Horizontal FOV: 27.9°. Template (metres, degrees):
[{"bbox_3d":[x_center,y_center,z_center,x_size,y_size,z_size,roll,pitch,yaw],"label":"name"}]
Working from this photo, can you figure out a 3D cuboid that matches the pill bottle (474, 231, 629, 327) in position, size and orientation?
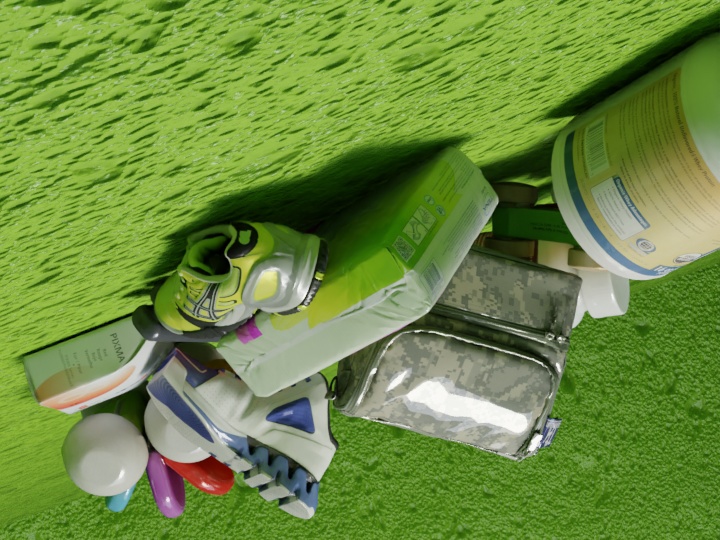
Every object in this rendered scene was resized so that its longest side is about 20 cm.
[{"bbox_3d":[0.164,0.011,1.467,0.198,0.111,0.109,-8,177,22],"label":"pill bottle"}]

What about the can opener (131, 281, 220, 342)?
[{"bbox_3d":[-0.108,0.049,1.235,0.053,0.067,0.199,-48,156,19],"label":"can opener"}]

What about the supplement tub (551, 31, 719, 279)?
[{"bbox_3d":[0.257,-0.090,1.091,0.144,0.146,0.199,-14,169,-41],"label":"supplement tub"}]

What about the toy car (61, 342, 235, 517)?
[{"bbox_3d":[-0.197,0.174,1.462,0.198,0.151,0.175,-22,-162,4],"label":"toy car"}]

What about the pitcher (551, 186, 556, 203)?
[{"bbox_3d":[0.303,-0.081,1.428,0.170,0.123,0.199,3,170,-34],"label":"pitcher"}]

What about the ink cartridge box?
[{"bbox_3d":[-0.194,0.074,1.323,0.198,0.051,0.162,-18,172,-4],"label":"ink cartridge box"}]

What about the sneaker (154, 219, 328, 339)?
[{"bbox_3d":[-0.103,-0.002,1.062,0.076,0.076,0.199,27,152,-28],"label":"sneaker"}]

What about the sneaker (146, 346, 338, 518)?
[{"bbox_3d":[-0.095,0.127,1.352,0.116,0.199,0.080,-55,-166,-27],"label":"sneaker"}]

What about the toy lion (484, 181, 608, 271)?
[{"bbox_3d":[0.221,-0.042,1.300,0.190,0.069,0.199,-1,-174,-29],"label":"toy lion"}]

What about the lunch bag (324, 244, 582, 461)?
[{"bbox_3d":[0.080,0.063,1.250,0.198,0.170,0.139,15,178,-16],"label":"lunch bag"}]

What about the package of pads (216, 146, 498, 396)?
[{"bbox_3d":[0.000,0.000,1.099,0.199,0.068,0.155,-29,-163,40],"label":"package of pads"}]
